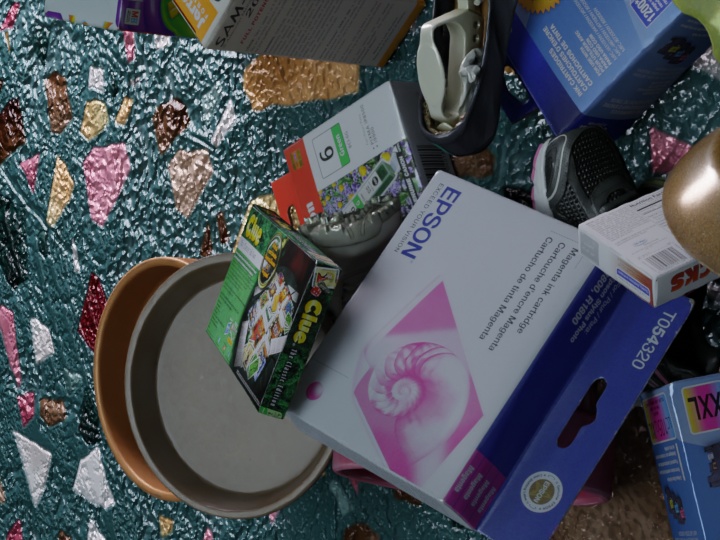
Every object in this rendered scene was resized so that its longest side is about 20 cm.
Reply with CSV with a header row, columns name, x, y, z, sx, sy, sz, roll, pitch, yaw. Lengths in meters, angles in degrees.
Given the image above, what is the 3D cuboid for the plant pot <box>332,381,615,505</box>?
name,x,y,z,sx,sy,sz,roll,pitch,yaw
plant pot,0.086,0.065,1.064,0.199,0.199,0.181,-5,73,44

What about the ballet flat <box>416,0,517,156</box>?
name,x,y,z,sx,sy,sz,roll,pitch,yaw
ballet flat,0.071,-0.178,1.018,0.073,0.073,0.202,15,104,42

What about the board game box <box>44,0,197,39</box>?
name,x,y,z,sx,sy,sz,roll,pitch,yaw
board game box,-0.150,-0.249,1.257,0.104,0.199,0.104,17,104,41

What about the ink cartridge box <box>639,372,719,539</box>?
name,x,y,z,sx,sy,sz,roll,pitch,yaw
ink cartridge box,0.264,0.157,0.916,0.076,0.135,0.202,99,159,-82

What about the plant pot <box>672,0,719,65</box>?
name,x,y,z,sx,sy,sz,roll,pitch,yaw
plant pot,0.275,-0.187,0.833,0.184,0.199,0.202,-40,65,28

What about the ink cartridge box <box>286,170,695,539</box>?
name,x,y,z,sx,sy,sz,roll,pitch,yaw
ink cartridge box,0.076,0.052,0.945,0.199,0.043,0.197,24,73,36

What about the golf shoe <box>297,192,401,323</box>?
name,x,y,z,sx,sy,sz,roll,pitch,yaw
golf shoe,0.000,0.000,1.097,0.200,0.077,0.098,124,131,-86

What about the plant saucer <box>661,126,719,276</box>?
name,x,y,z,sx,sy,sz,roll,pitch,yaw
plant saucer,0.275,-0.050,0.860,0.199,0.199,0.036,31,138,38

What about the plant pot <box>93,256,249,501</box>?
name,x,y,z,sx,sy,sz,roll,pitch,yaw
plant pot,-0.115,0.088,1.280,0.199,0.139,0.203,2,92,43

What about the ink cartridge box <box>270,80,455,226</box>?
name,x,y,z,sx,sy,sz,roll,pitch,yaw
ink cartridge box,-0.013,-0.064,1.236,0.199,0.050,0.110,-28,74,40

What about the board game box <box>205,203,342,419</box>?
name,x,y,z,sx,sy,sz,roll,pitch,yaw
board game box,-0.064,0.022,1.030,0.200,0.023,0.106,-139,67,-70

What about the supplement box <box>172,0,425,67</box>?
name,x,y,z,sx,sy,sz,roll,pitch,yaw
supplement box,-0.061,-0.233,1.172,0.074,0.199,0.126,-53,59,31

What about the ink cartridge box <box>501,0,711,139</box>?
name,x,y,z,sx,sy,sz,roll,pitch,yaw
ink cartridge box,0.168,-0.184,1.032,0.200,0.076,0.137,-48,60,36

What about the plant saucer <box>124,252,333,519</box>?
name,x,y,z,sx,sy,sz,roll,pitch,yaw
plant saucer,-0.093,0.088,1.146,0.198,0.029,0.203,0,90,26

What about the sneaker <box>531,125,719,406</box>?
name,x,y,z,sx,sy,sz,roll,pitch,yaw
sneaker,0.187,-0.006,0.989,0.086,0.080,0.201,-5,114,59

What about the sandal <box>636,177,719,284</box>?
name,x,y,z,sx,sy,sz,roll,pitch,yaw
sandal,0.256,-0.020,0.976,0.201,0.057,0.081,37,136,52

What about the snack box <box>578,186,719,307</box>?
name,x,y,z,sx,sy,sz,roll,pitch,yaw
snack box,0.230,-0.038,0.901,0.072,0.199,0.025,40,144,47
